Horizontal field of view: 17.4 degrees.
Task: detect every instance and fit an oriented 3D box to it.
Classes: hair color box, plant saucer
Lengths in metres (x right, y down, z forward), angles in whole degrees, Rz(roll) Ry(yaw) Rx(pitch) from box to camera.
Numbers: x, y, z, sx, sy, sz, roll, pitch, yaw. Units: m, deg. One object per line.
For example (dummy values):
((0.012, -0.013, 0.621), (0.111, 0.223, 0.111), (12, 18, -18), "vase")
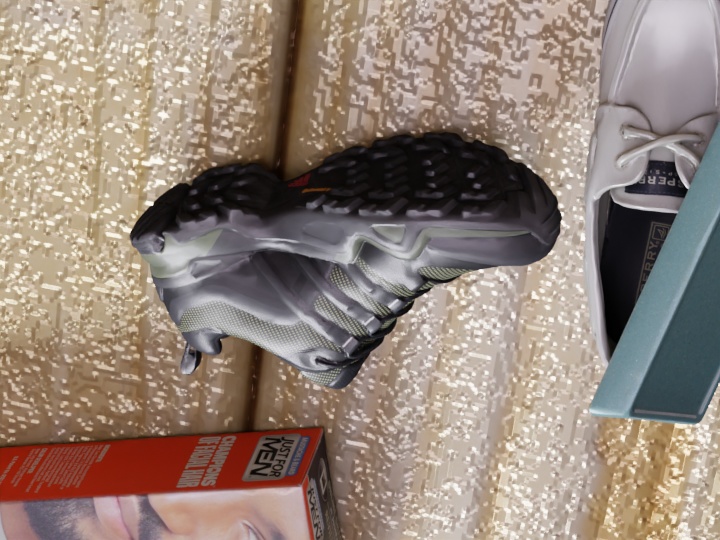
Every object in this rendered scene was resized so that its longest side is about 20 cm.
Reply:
((-0.110, 0.143, 1.140), (0.199, 0.064, 0.111), (-5, 112, 12), "hair color box")
((0.161, -0.022, 0.991), (0.019, 0.070, 0.201), (35, 108, 40), "plant saucer")

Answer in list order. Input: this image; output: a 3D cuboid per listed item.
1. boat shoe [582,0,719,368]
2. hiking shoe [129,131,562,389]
((0.128, -0.045, 1.008), (0.072, 0.066, 0.201), (12, 115, 6), "boat shoe")
((0.000, 0.000, 1.058), (0.199, 0.076, 0.101), (-3, 122, 22), "hiking shoe")
